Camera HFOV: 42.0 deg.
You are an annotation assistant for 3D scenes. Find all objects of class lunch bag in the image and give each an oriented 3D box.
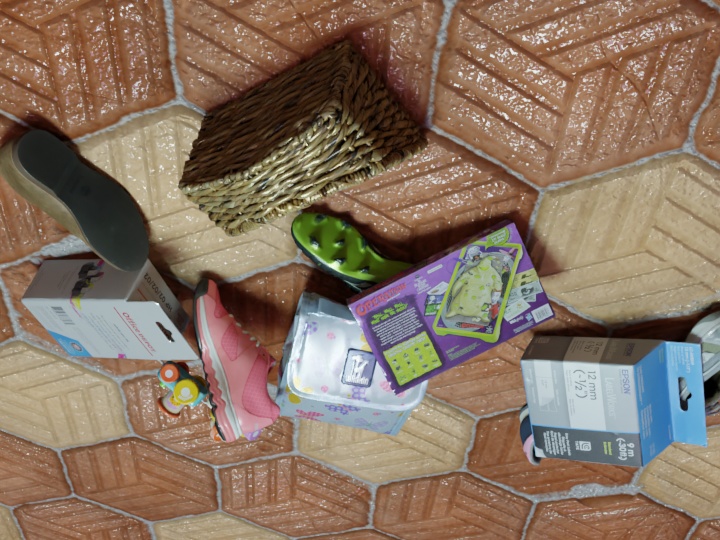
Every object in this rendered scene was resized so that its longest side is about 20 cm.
[{"bbox_3d":[-0.010,0.110,1.124,0.169,0.127,0.200,12,145,-8],"label":"lunch bag"}]

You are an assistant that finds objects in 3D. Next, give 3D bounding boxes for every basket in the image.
[{"bbox_3d":[-0.052,-0.094,0.902,0.200,0.143,0.149,-21,130,28],"label":"basket"}]

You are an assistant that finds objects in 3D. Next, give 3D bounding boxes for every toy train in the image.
[{"bbox_3d":[-0.204,0.166,1.203,0.056,0.150,0.200,-51,127,-1],"label":"toy train"}]

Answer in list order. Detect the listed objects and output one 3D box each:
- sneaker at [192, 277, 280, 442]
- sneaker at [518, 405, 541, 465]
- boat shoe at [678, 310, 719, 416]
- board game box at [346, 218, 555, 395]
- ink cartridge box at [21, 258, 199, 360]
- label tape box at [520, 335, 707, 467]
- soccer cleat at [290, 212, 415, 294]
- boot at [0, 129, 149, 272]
[{"bbox_3d":[-0.148,0.101,1.119,0.087,0.201,0.074,-12,161,-13],"label":"sneaker"},{"bbox_3d":[0.302,0.202,1.223,0.200,0.082,0.070,-25,129,31],"label":"sneaker"},{"bbox_3d":[0.415,0.133,1.130,0.074,0.065,0.202,-11,138,-19],"label":"boat shoe"},{"bbox_3d":[0.099,0.041,1.026,0.200,0.032,0.120,-26,109,2],"label":"board game box"},{"bbox_3d":[-0.287,0.047,1.124,0.199,0.068,0.115,0,139,25],"label":"ink cartridge box"},{"bbox_3d":[0.303,0.157,1.122,0.199,0.066,0.144,1,116,29],"label":"label tape box"},{"bbox_3d":[0.000,0.000,1.061,0.200,0.068,0.081,27,147,-21],"label":"soccer cleat"},{"bbox_3d":[-0.314,-0.074,1.033,0.075,0.074,0.200,-5,136,42],"label":"boot"}]
